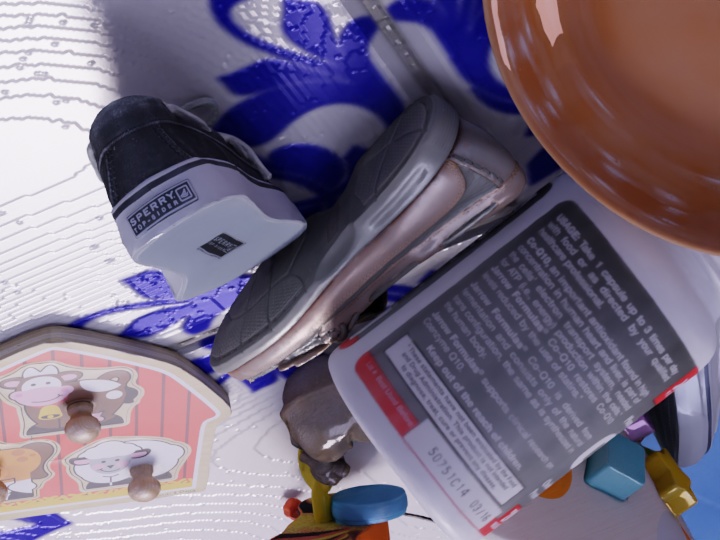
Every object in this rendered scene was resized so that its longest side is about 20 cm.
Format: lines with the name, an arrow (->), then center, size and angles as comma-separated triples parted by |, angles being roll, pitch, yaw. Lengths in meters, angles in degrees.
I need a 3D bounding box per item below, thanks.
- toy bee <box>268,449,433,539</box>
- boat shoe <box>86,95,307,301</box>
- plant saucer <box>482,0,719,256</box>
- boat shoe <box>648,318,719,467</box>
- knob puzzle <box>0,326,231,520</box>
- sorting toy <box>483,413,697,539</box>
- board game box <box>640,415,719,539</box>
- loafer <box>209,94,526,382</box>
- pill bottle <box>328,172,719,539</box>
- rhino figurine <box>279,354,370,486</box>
toy bee -> -0.013, 0.173, 1.118 | 0.108, 0.132, 0.200 | -2, 168, 31
boat shoe -> -0.078, -0.034, 0.797 | 0.073, 0.068, 0.199 | -31, 171, 7
plant saucer -> 0.141, -0.097, 0.709 | 0.037, 0.200, 0.200 | -43, 171, -40
boat shoe -> 0.187, 0.030, 0.973 | 0.066, 0.074, 0.200 | -19, 137, -6
knob puzzle -> -0.168, 0.095, 1.005 | 0.219, 0.031, 0.220 | -9, 148, -6
sorting toy -> 0.142, 0.138, 0.977 | 0.107, 0.180, 0.200 | -40, 166, 9
board game box -> 0.213, 0.133, 1.120 | 0.158, 0.039, 0.200 | 25, 112, -30
loafer -> 0.000, 0.000, 0.868 | 0.063, 0.072, 0.200 | 30, 130, -19
pill bottle -> 0.094, 0.026, 0.850 | 0.200, 0.114, 0.114 | -37, 146, 3
rhino figurine -> 0.046, 0.056, 0.999 | 0.199, 0.060, 0.087 | -22, 151, 11
